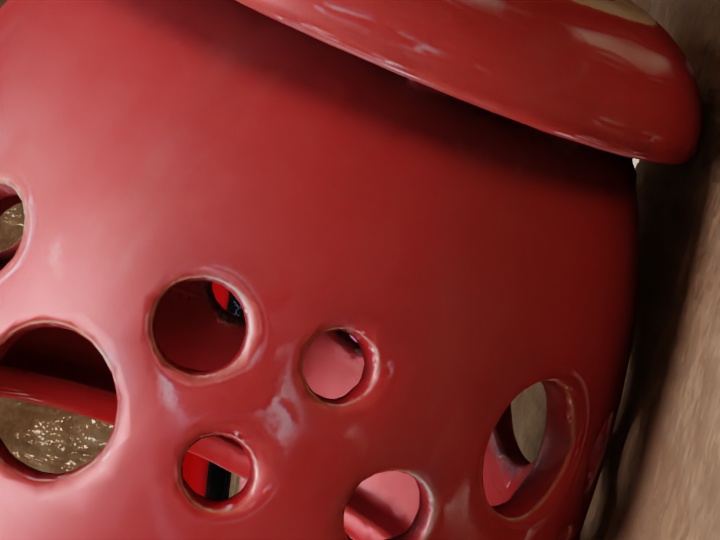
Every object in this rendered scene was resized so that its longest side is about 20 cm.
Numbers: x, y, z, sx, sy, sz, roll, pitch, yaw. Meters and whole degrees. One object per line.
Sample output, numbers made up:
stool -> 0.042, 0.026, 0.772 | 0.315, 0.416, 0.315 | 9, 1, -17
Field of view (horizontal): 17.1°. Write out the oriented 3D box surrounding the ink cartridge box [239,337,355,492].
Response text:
ink cartridge box -> 0.000, 0.000, 1.068 | 0.117, 0.067, 0.201 | -99, 22, -78

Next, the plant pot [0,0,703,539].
plant pot -> -0.018, -0.006, 0.606 | 0.201, 0.199, 0.183 | -96, 31, -76

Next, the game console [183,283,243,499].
game console -> -0.032, 0.019, 1.201 | 0.173, 0.118, 0.201 | -108, 22, -56
